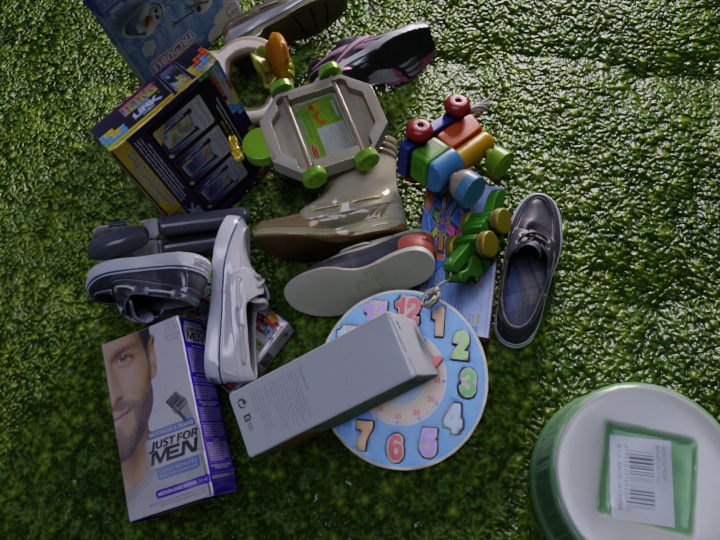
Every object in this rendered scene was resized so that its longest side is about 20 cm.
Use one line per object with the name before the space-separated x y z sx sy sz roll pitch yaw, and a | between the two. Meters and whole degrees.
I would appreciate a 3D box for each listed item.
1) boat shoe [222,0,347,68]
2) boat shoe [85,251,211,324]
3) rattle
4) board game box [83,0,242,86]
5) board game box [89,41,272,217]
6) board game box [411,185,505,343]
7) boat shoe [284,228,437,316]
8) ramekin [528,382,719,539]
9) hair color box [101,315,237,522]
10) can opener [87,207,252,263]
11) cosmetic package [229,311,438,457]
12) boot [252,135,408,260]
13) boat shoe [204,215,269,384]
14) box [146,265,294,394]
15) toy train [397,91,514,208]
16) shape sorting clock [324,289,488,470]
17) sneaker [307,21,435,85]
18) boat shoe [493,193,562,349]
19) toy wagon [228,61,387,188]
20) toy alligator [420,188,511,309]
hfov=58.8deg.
boat shoe | -0.118 -0.385 0.965 0.197 0.075 0.069 -25 71 -1
boat shoe | -0.259 0.029 0.755 0.197 0.072 0.069 -7 63 29
rattle | -0.193 -0.269 0.884 0.196 0.143 0.133 7 108 -2
board game box | -0.280 -0.390 0.927 0.043 0.200 0.200 37 77 20
board game box | -0.215 -0.155 0.813 0.165 0.201 0.057 -43 61 -11
board game box | 0.120 -0.016 0.796 0.101 0.020 0.203 7 69 11
boat shoe | 0.000 0.000 0.784 0.197 0.072 0.063 -18 31 18
ramekin | 0.271 0.209 0.630 0.196 0.098 0.204 -3 67 8
hair color box | -0.220 0.167 0.731 0.108 0.065 0.203 -20 72 11
can opener | -0.233 -0.037 0.796 0.196 0.054 0.067 -9 25 -13
cosmetic package | -0.027 0.122 0.680 0.198 0.101 0.072 -29 73 14
boot | -0.041 -0.101 0.831 0.196 0.073 0.158 -7 67 5
boat shoe | -0.140 0.033 0.760 0.064 0.074 0.204 0 77 5
box | -0.192 0.061 0.809 0.198 0.035 0.111 32 76 20
toy train | 0.150 -0.163 0.815 0.199 0.085 0.115 -36 61 -25
shape sorting clock | 0.046 0.122 0.729 0.196 0.039 0.204 -3 75 11
sneaker | 0.009 -0.309 0.912 0.197 0.081 0.087 -24 54 -7
boat shoe | 0.197 -0.011 0.755 0.069 0.066 0.203 16 71 15
toy wagon | -0.068 -0.176 0.808 0.197 0.040 0.157 -20 66 -5
toy alligator | 0.131 -0.014 0.744 0.059 0.055 0.201 -5 41 48
